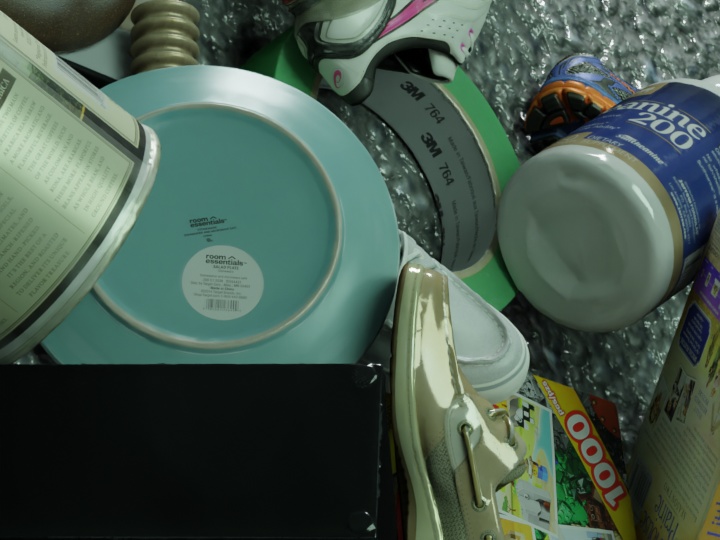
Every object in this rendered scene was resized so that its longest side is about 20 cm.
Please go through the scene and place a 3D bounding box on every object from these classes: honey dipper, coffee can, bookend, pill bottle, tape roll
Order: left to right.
[{"bbox_3d":[-0.213,-0.066,1.238,0.200,0.146,0.146,39,42,-23],"label":"coffee can"},{"bbox_3d":[-0.101,-0.045,1.417,0.038,0.038,0.200,16,62,-40],"label":"honey dipper"},{"bbox_3d":[-0.083,0.134,1.269,0.200,0.199,0.092,83,8,-54],"label":"bookend"},{"bbox_3d":[0.012,-0.053,1.551,0.200,0.048,0.201,26,48,-33],"label":"tape roll"},{"bbox_3d":[0.175,-0.048,1.590,0.200,0.111,0.111,-32,90,-49],"label":"pill bottle"}]

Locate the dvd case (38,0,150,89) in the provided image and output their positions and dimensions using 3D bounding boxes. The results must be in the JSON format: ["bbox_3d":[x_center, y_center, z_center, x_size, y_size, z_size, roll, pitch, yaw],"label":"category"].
[{"bbox_3d":[-0.161,-0.189,1.478,0.143,0.018,0.200,20,52,-37],"label":"dvd case"}]

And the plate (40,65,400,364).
[{"bbox_3d":[-0.077,-0.019,1.361,0.200,0.026,0.200,3,65,-7],"label":"plate"}]

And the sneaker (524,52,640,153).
[{"bbox_3d":[0.192,-0.072,1.738,0.200,0.075,0.078,40,39,-24],"label":"sneaker"}]

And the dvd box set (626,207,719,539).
[{"bbox_3d":[0.195,0.074,1.478,0.029,0.200,0.146,15,14,-12],"label":"dvd box set"}]

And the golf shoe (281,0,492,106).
[{"bbox_3d":[0.037,-0.150,1.553,0.200,0.073,0.092,-22,89,-41],"label":"golf shoe"}]

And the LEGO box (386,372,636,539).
[{"bbox_3d":[0.075,0.156,1.454,0.149,0.077,0.200,19,52,-39],"label":"LEGO box"}]

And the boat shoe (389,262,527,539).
[{"bbox_3d":[0.050,0.094,1.346,0.072,0.065,0.200,83,2,-80],"label":"boat shoe"}]

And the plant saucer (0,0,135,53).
[{"bbox_3d":[-0.186,-0.210,1.428,0.200,0.032,0.200,26,48,-33],"label":"plant saucer"}]

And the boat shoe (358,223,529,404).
[{"bbox_3d":[0.000,0.000,1.414,0.200,0.069,0.072,34,60,17],"label":"boat shoe"}]
